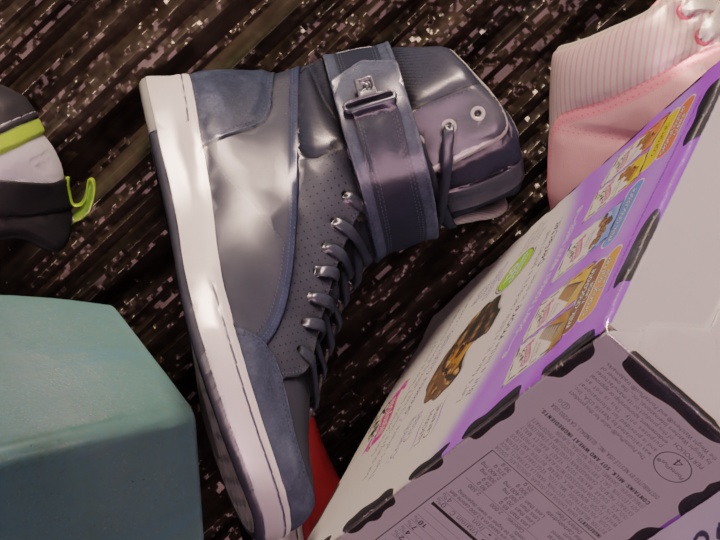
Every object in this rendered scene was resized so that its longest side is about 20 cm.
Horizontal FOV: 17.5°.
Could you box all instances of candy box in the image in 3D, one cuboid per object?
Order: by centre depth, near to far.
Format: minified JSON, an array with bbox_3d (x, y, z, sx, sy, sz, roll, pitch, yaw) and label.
[{"bbox_3d":[0.077,0.039,0.850,0.071,0.168,0.200,40,134,-8],"label":"candy box"}]

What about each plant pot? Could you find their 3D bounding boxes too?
[{"bbox_3d":[-0.166,0.095,0.879,0.199,0.141,0.142,-14,123,-22],"label":"plant pot"}]

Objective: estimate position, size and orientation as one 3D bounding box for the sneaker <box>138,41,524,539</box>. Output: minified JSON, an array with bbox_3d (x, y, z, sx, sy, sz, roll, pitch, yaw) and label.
[{"bbox_3d":[0.000,-0.001,0.895,0.145,0.077,0.204,-9,61,-6],"label":"sneaker"}]

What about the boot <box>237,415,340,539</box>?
[{"bbox_3d":[0.029,0.125,0.951,0.143,0.072,0.202,-16,103,-4],"label":"boot"}]

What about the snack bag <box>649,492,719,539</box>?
[{"bbox_3d":[0.164,0.174,0.957,0.199,0.021,0.190,21,94,-24],"label":"snack bag"}]

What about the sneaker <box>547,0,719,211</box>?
[{"bbox_3d":[0.164,-0.066,0.914,0.199,0.075,0.106,-6,92,21],"label":"sneaker"}]

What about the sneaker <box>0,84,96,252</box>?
[{"bbox_3d":[-0.198,0.004,0.920,0.199,0.072,0.083,-29,98,0],"label":"sneaker"}]
